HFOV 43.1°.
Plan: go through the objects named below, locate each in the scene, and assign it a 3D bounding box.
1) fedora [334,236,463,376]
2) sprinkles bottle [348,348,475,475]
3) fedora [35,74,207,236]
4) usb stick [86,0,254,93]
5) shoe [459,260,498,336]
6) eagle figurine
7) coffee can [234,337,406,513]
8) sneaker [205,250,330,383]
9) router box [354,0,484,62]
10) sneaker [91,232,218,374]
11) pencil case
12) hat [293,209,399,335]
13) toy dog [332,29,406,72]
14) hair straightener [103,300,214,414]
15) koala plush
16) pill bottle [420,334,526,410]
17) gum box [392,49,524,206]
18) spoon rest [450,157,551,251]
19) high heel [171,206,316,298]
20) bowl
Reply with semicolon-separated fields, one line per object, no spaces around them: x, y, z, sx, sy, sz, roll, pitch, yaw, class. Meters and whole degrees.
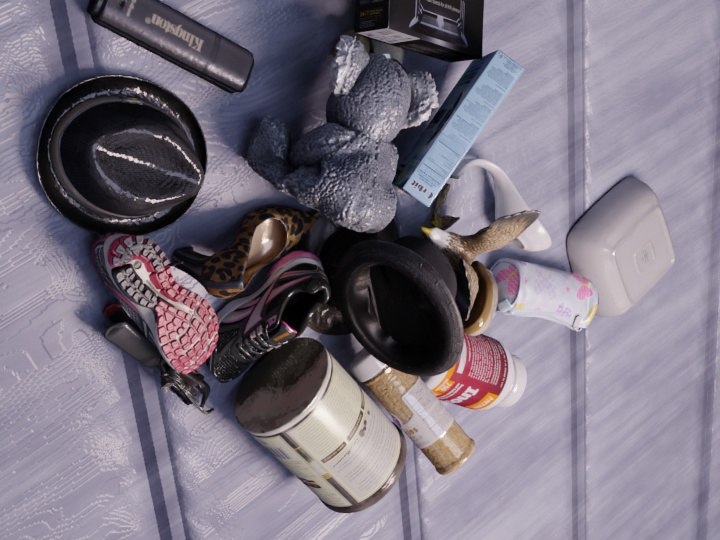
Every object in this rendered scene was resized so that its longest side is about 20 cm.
0.063;0.031;1.129;0.092;0.200;0.201;-47;128;-38;fedora
0.071;0.183;1.240;0.068;0.068;0.200;-42;96;-18;sprinkles bottle
-0.244;-0.117;0.992;0.200;0.091;0.202;-12;111;-32;fedora
-0.206;-0.260;1.015;0.199;0.033;0.056;22;91;-38;usb stick
0.173;0.044;1.289;0.053;0.200;0.070;41;111;-10;shoe
0.142;-0.024;1.234;0.150;0.200;0.153;-11;110;-34;eagle figurine
-0.049;0.205;1.201;0.146;0.146;0.200;-48;126;-14;coffee can
-0.116;0.065;1.131;0.080;0.086;0.200;35;99;-35;sneaker
0.075;-0.343;1.079;0.199;0.052;0.158;0;92;-51;router box
-0.231;0.033;1.046;0.081;0.074;0.201;-44;126;-27;sneaker
0.285;0.039;1.431;0.199;0.083;0.091;14;74;-37;pencil case
0.000;0.000;1.214;0.200;0.081;0.202;-11;110;-32;hat
0.047;-0.312;1.139;0.131;0.096;0.201;-1;106;-42;toy dog
-0.236;0.123;1.090;0.041;0.077;0.200;-25;130;10;hair straightener
-0.003;-0.163;1.074;0.177;0.184;0.201;21;102;-36;koala plush
0.152;0.143;1.349;0.199;0.113;0.114;20;92;-38;pill bottle
0.118;-0.181;1.168;0.044;0.170;0.200;35;95;-8;gum box
0.210;-0.098;1.336;0.200;0.099;0.061;41;81;-26;spoon rest
-0.110;-0.021;1.089;0.199;0.142;0.072;-22;116;-29;high heel
0.453;-0.031;1.540;0.200;0.075;0.201;-40;125;-19;bowl
